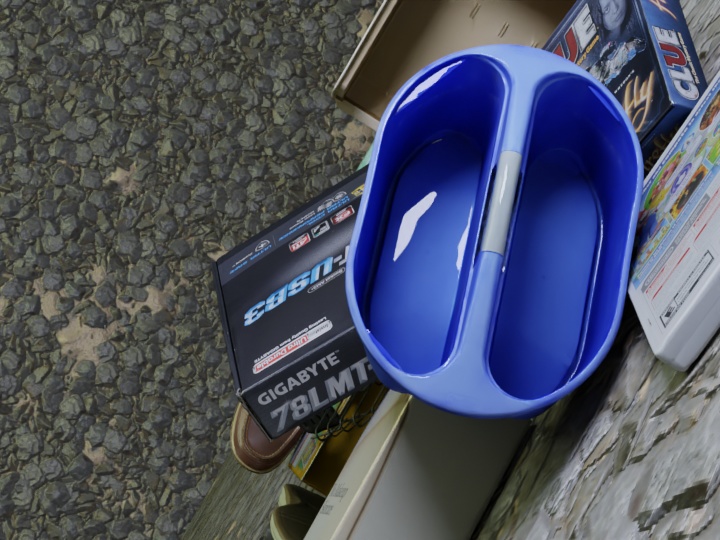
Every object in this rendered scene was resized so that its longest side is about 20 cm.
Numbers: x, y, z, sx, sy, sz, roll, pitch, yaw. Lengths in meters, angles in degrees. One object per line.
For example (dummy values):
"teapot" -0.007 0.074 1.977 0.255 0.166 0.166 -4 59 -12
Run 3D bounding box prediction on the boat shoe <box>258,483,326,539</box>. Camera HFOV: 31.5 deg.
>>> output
"boat shoe" -0.047 0.223 1.020 0.201 0.071 0.067 -150 82 -86

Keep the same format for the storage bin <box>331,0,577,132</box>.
"storage bin" 0.105 -0.176 1.092 0.200 0.199 0.094 -57 3 12

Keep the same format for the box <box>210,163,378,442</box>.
"box" 0.000 0.000 0.854 0.199 0.050 0.199 -31 26 4

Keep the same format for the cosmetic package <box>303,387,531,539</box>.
"cosmetic package" 0.012 0.158 0.743 0.201 0.073 0.104 -61 5 -14

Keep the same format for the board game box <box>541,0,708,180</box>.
"board game box" 0.141 -0.090 0.823 0.200 0.034 0.137 126 146 -46

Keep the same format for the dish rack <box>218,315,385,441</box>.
"dish rack" -0.032 0.071 1.035 0.199 0.154 0.055 -26 14 43

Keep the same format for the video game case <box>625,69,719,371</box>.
"video game case" 0.176 -0.045 0.621 0.144 0.018 0.200 -58 5 16

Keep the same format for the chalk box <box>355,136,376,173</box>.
"chalk box" 0.038 -0.024 1.073 0.125 0.123 0.200 -59 -8 -4

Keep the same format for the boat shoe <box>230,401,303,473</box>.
"boat shoe" -0.067 0.110 1.270 0.201 0.072 0.068 -59 2 -37

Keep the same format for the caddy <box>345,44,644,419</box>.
"caddy" 0.068 -0.018 0.663 0.105 0.140 0.202 92 -170 -71

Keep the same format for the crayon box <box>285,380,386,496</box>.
"crayon box" -0.014 0.149 1.210 0.127 0.051 0.200 -59 4 -7
